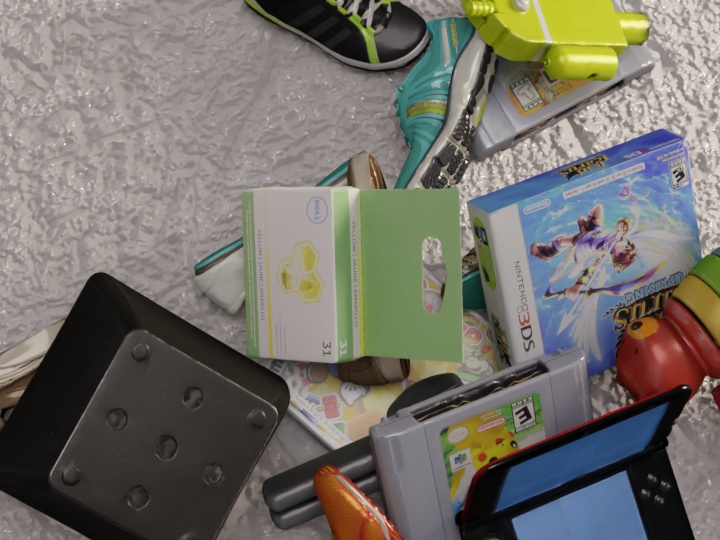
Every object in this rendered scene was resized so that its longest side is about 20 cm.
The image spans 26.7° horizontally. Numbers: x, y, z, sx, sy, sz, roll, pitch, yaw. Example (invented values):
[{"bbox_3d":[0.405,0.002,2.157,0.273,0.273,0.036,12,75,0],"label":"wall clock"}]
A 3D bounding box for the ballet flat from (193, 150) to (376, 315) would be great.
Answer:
[{"bbox_3d":[-0.057,-0.029,1.371,0.199,0.070,0.070,-35,77,-9],"label":"ballet flat"}]

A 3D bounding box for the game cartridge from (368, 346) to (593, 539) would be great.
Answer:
[{"bbox_3d":[0.110,0.155,1.288,0.198,0.134,0.040,-20,32,-14],"label":"game cartridge"}]

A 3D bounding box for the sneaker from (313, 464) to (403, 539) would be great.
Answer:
[{"bbox_3d":[0.008,0.253,1.248,0.077,0.073,0.201,-29,100,-12],"label":"sneaker"}]

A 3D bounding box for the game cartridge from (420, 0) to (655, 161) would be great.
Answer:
[{"bbox_3d":[0.163,-0.203,1.442,0.199,0.042,0.134,-28,80,-10],"label":"game cartridge"}]

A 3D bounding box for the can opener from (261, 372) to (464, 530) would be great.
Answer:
[{"bbox_3d":[0.008,0.158,1.302,0.199,0.053,0.067,-26,43,-10],"label":"can opener"}]

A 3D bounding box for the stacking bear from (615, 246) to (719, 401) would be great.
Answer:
[{"bbox_3d":[0.304,0.041,1.290,0.199,0.122,0.114,-36,117,-1],"label":"stacking bear"}]

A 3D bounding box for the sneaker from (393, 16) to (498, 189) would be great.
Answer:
[{"bbox_3d":[0.066,-0.139,1.379,0.079,0.078,0.202,14,72,19],"label":"sneaker"}]

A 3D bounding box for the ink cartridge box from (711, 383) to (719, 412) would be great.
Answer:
[{"bbox_3d":[0.417,0.129,1.247,0.144,0.200,0.146,-30,96,-11],"label":"ink cartridge box"}]

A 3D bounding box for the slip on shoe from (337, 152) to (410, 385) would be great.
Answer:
[{"bbox_3d":[0.000,0.000,1.324,0.060,0.076,0.202,-8,91,13],"label":"slip on shoe"}]

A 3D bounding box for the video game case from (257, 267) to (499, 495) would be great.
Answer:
[{"bbox_3d":[0.030,0.091,1.353,0.200,0.023,0.182,39,75,9],"label":"video game case"}]

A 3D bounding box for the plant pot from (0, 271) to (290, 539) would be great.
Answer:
[{"bbox_3d":[-0.167,0.132,1.214,0.198,0.177,0.201,31,80,-13],"label":"plant pot"}]

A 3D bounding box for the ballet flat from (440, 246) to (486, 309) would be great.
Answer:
[{"bbox_3d":[0.159,-0.012,1.373,0.198,0.068,0.076,-8,49,-13],"label":"ballet flat"}]

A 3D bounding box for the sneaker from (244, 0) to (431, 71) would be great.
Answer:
[{"bbox_3d":[-0.029,-0.248,1.419,0.198,0.083,0.072,19,73,6],"label":"sneaker"}]

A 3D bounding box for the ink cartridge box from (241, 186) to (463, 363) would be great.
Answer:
[{"bbox_3d":[-0.010,0.004,1.264,0.199,0.048,0.147,2,95,39],"label":"ink cartridge box"}]

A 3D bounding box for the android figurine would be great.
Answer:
[{"bbox_3d":[0.170,-0.250,1.382,0.198,0.041,0.184,0,63,-29],"label":"android figurine"}]

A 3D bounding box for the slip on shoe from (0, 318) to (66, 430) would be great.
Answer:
[{"bbox_3d":[-0.325,0.113,1.305,0.199,0.076,0.061,-28,92,-13],"label":"slip on shoe"}]

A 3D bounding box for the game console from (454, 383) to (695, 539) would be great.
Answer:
[{"bbox_3d":[0.190,0.202,1.246,0.198,0.119,0.174,-20,94,-13],"label":"game console"}]

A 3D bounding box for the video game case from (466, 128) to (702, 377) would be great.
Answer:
[{"bbox_3d":[0.201,-0.004,1.311,0.198,0.045,0.183,-21,116,-16],"label":"video game case"}]
